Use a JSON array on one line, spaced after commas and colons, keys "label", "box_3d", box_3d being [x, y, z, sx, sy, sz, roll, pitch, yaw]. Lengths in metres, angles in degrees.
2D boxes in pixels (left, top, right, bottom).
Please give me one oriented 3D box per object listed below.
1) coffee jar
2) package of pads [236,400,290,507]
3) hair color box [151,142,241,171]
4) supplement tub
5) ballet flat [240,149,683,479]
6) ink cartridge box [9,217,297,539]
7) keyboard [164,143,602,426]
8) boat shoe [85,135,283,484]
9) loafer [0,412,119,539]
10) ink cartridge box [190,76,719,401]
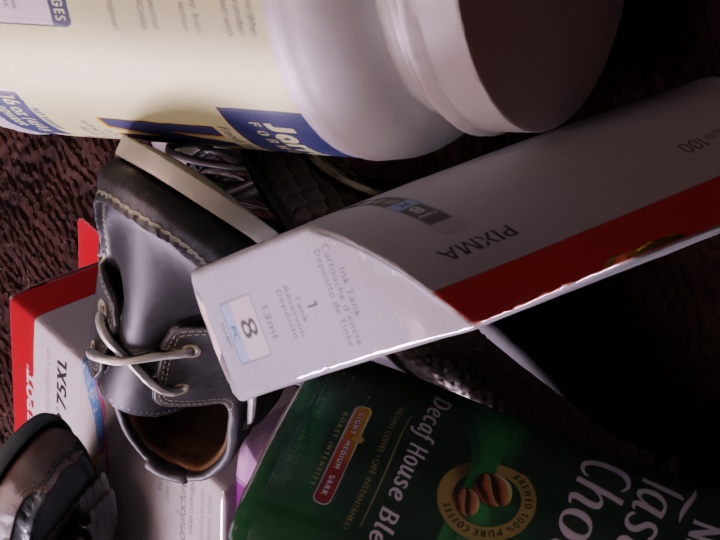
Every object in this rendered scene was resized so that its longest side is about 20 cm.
[{"label": "coffee jar", "box_3d": [0.063, 0.101, 0.786, 0.199, 0.105, 0.086, 17, 137, 12]}, {"label": "package of pads", "box_3d": [0.035, 0.136, 0.940, 0.200, 0.075, 0.121, 34, 133, 44]}, {"label": "hair color box", "box_3d": [-0.067, -0.146, 0.964, 0.099, 0.060, 0.201, -36, 76, 56]}, {"label": "supplement tub", "box_3d": [-0.030, -0.110, 0.809, 0.199, 0.145, 0.146, 6, 113, 30]}, {"label": "ballet flat", "box_3d": [0.038, 0.025, 0.858, 0.200, 0.046, 0.067, 47, -173, -1]}, {"label": "ink cartridge box", "box_3d": [-0.088, 0.075, 1.097, 0.200, 0.067, 0.117, 37, 136, 41]}, {"label": "keyboard", "box_3d": [0.000, 0.000, 0.937, 0.199, 0.040, 0.105, 12, 135, 34]}, {"label": "boat shoe", "box_3d": [-0.058, 0.018, 0.869, 0.072, 0.068, 0.200, 31, 163, 12]}, {"label": "loafer", "box_3d": [-0.119, 0.134, 1.066, 0.063, 0.072, 0.201, 32, 144, 17]}, {"label": "ink cartridge box", "box_3d": [0.066, -0.023, 0.738, 0.200, 0.159, 0.048, -22, 89, 57]}]
